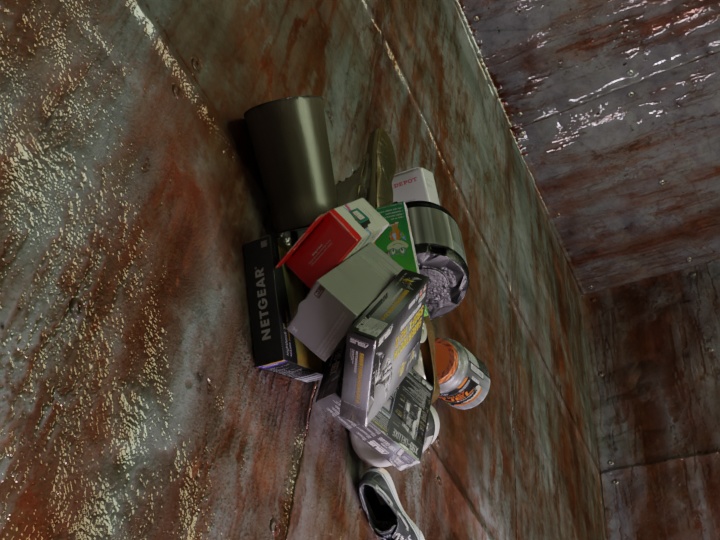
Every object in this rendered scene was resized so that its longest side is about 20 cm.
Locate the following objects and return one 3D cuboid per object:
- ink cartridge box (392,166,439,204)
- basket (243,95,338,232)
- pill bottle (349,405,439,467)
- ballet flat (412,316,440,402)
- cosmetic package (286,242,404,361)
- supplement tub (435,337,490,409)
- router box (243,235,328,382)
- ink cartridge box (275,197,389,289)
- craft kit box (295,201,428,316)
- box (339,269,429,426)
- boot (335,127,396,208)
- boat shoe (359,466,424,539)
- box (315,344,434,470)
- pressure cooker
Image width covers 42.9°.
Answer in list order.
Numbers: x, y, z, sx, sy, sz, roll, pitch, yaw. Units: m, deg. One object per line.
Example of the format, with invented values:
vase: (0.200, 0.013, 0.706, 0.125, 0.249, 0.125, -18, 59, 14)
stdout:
ink cartridge box: (0.099, -0.101, 1.952, 0.087, 0.144, 0.202, 7, 68, -67)
basket: (-0.108, -0.172, 1.521, 0.180, 0.134, 0.202, -158, -123, -85)
pill bottle: (0.068, 0.283, 1.644, 0.200, 0.115, 0.118, 8, 67, -67)
ballet flat: (0.099, 0.145, 1.613, 0.072, 0.067, 0.202, -40, 122, -76)
cosmetic package: (-0.018, 0.044, 1.411, 0.090, 0.107, 0.200, 38, 32, 6)
supplement tub: (0.197, 0.222, 1.996, 0.200, 0.121, 0.124, 39, 40, -55)
router box: (-0.113, 0.064, 1.442, 0.157, 0.052, 0.202, 29, 49, -61)
ink cartridge box: (-0.042, -0.040, 1.440, 0.067, 0.116, 0.200, 45, 23, 6)
craft kit box: (0.000, 0.000, 1.566, 0.049, 0.198, 0.200, 51, 27, -75)
box: (0.038, 0.113, 1.384, 0.200, 0.048, 0.160, -44, 145, -52)
boot: (-0.013, -0.165, 1.709, 0.072, 0.153, 0.202, 38, 47, -46)
boat shoe: (0.052, 0.435, 1.559, 0.202, 0.071, 0.068, 68, 20, -9)
box: (0.028, 0.200, 1.475, 0.200, 0.050, 0.159, 41, 40, -24)
pressure cooker: (0.111, -0.028, 1.706, 0.201, 0.176, 0.177, -94, -174, -50)
